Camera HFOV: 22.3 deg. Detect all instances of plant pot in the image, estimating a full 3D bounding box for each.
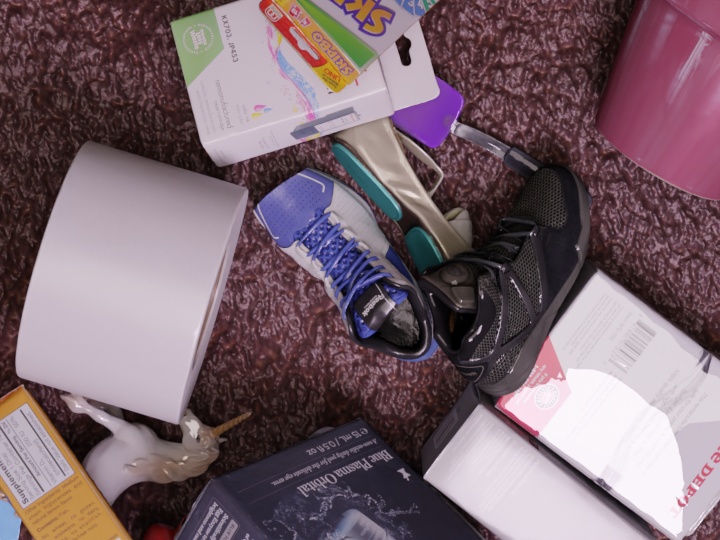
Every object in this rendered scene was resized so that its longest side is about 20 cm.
[{"bbox_3d":[0.288,-0.165,1.472,0.199,0.200,0.179,29,111,-3],"label":"plant pot"}]

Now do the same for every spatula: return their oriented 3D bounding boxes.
[{"bbox_3d":[0.112,-0.106,1.554,0.199,0.021,0.057,29,109,-5],"label":"spatula"}]

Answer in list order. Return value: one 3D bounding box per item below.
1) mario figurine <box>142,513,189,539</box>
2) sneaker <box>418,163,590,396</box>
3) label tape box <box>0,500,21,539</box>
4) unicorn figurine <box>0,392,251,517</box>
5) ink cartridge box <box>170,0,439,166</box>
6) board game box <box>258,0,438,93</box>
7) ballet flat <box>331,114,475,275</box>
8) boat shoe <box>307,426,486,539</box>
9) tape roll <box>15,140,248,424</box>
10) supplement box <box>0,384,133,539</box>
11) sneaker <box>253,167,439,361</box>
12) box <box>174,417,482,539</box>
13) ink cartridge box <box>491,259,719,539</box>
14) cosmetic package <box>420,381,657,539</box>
[{"bbox_3d":[-0.097,0.262,1.556,0.199,0.106,0.124,26,129,19],"label":"mario figurine"},{"bbox_3d":[0.118,-0.008,1.490,0.114,0.076,0.200,34,77,-45],"label":"sneaker"},{"bbox_3d":[-0.382,0.292,1.587,0.143,0.063,0.201,10,97,-1],"label":"label tape box"},{"bbox_3d":[-0.211,0.155,1.548,0.137,0.074,0.200,41,73,7],"label":"unicorn figurine"},{"bbox_3d":[-0.044,-0.174,1.508,0.199,0.067,0.118,-17,75,2],"label":"ink cartridge box"},{"bbox_3d":[0.006,-0.230,1.475,0.096,0.030,0.200,47,53,-5],"label":"board game box"},{"bbox_3d":[0.055,-0.050,1.545,0.069,0.069,0.200,-35,94,4],"label":"ballet flat"},{"bbox_3d":[0.036,0.209,1.574,0.200,0.067,0.074,46,125,15],"label":"boat shoe"},{"bbox_3d":[-0.184,0.010,1.482,0.138,0.203,0.204,16,97,-2],"label":"tape roll"},{"bbox_3d":[-0.237,0.192,1.461,0.069,0.067,0.200,-32,80,-10],"label":"supplement box"},{"bbox_3d":[0.000,0.001,1.522,0.081,0.115,0.200,-42,95,4],"label":"sneaker"},{"bbox_3d":[-0.015,0.243,1.448,0.200,0.196,0.118,44,123,21],"label":"box"},{"bbox_3d":[0.232,0.109,1.549,0.200,0.083,0.145,37,96,-4],"label":"ink cartridge box"},{"bbox_3d":[0.150,0.194,1.549,0.200,0.107,0.090,36,95,-5],"label":"cosmetic package"}]
